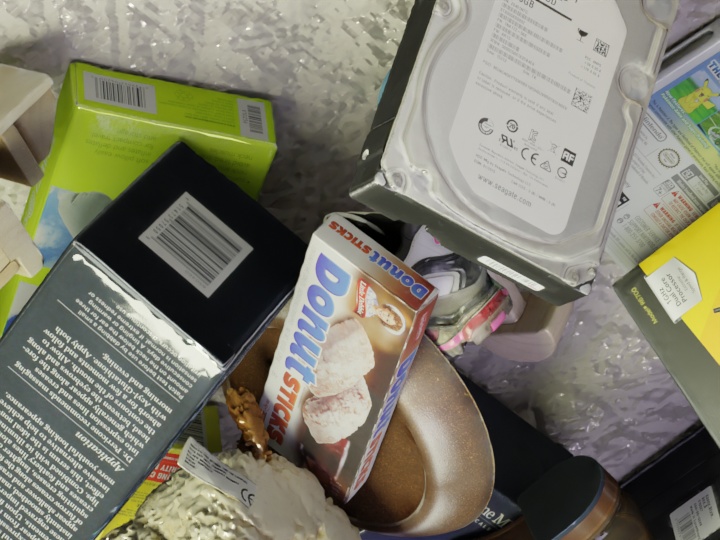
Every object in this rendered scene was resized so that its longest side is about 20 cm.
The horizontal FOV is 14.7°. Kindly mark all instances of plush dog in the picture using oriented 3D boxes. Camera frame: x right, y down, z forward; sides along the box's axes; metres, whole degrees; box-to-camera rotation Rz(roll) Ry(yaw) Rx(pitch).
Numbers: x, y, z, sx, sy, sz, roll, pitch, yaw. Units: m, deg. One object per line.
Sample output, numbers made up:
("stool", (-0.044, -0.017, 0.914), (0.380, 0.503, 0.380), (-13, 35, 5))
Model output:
("plush dog", (-0.099, 0.171, 1.590), (0.171, 0.161, 0.200), (-31, 162, 33))

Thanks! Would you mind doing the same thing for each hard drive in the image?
("hard drive", (0.087, -0.100, 1.484), (0.139, 0.201, 0.038), (28, 156, -20))

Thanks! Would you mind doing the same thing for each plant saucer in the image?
("plant saucer", (-0.013, 0.082, 1.616), (0.200, 0.032, 0.201), (28, 142, 25))

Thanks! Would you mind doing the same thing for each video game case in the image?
("video game case", (0.223, -0.058, 1.666), (0.182, 0.022, 0.200), (-32, 128, 18))

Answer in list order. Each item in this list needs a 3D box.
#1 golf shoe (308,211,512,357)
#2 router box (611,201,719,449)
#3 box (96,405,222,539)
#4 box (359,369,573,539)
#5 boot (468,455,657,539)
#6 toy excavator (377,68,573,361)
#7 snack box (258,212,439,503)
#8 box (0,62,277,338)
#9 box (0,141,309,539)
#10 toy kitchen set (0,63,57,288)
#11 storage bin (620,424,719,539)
("golf shoe", (0.000, 0.000, 1.608), (0.199, 0.073, 0.092), (-7, 122, 50))
("router box", (0.263, 0.047, 1.629), (0.149, 0.200, 0.051), (-39, 166, 23))
("box", (-0.154, 0.164, 1.773), (0.075, 0.050, 0.201), (13, 127, -20))
("box", (0.027, 0.171, 1.776), (0.200, 0.105, 0.148), (-39, 126, 23))
("boot", (0.096, 0.203, 1.697), (0.200, 0.075, 0.097), (-37, 124, 19))
("toy excavator", (0.075, -0.042, 1.605), (0.194, 0.100, 0.200), (36, 148, -13))
("snack box", (-0.011, 0.051, 1.531), (0.072, 0.024, 0.200), (37, 145, 13))
("box", (-0.135, -0.020, 1.616), (0.121, 0.048, 0.201), (10, 128, -16))
("box", (-0.137, 0.054, 1.529), (0.107, 0.148, 0.200), (40, 121, 0))
("toy kitchen set", (-0.210, 0.004, 1.546), (0.163, 0.199, 0.181), (-48, 127, -23))
("storage bin", (0.246, 0.177, 1.796), (0.200, 0.136, 0.094), (-38, 128, 24))
